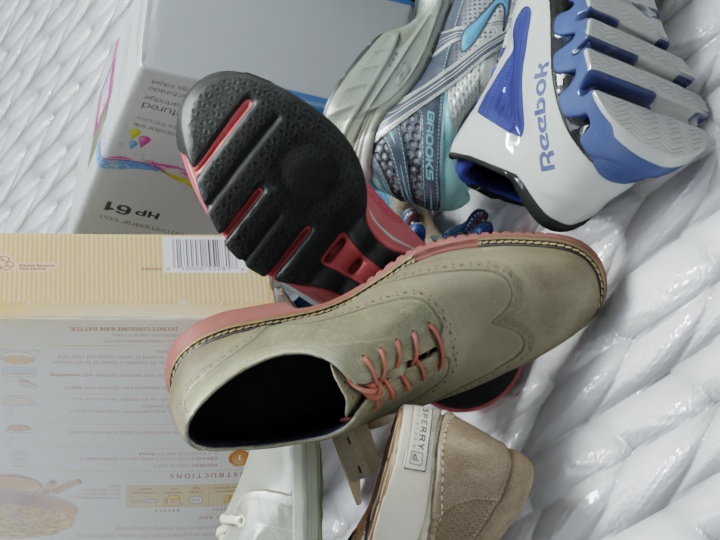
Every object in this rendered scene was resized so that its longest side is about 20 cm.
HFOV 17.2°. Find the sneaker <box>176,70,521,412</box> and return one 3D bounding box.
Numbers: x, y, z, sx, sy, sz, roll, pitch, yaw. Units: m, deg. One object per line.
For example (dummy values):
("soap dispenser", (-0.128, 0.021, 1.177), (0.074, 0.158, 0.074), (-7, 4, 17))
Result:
("sneaker", (-0.015, -0.009, 1.106), (0.074, 0.200, 0.087), (-46, 11, -8))

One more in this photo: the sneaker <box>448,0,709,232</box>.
("sneaker", (0.086, -0.093, 1.078), (0.115, 0.081, 0.199), (-45, 33, 37))

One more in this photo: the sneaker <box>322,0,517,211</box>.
("sneaker", (0.066, -0.110, 1.176), (0.200, 0.086, 0.078), (-56, -18, -16))

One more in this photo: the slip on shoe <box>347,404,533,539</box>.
("slip on shoe", (0.026, 0.133, 1.059), (0.200, 0.061, 0.076), (107, 174, -46))

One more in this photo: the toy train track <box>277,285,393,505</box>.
("toy train track", (-0.004, 0.064, 1.154), (0.200, 0.033, 0.115), (-120, 10, -80))

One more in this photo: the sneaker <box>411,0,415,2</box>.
("sneaker", (0.027, -0.187, 1.249), (0.079, 0.074, 0.200), (-57, -4, 5))

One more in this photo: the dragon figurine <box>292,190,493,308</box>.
("dragon figurine", (0.000, 0.000, 1.233), (0.200, 0.059, 0.099), (-42, 34, 47))

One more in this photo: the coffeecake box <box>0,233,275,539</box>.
("coffeecake box", (-0.127, 0.081, 1.244), (0.073, 0.153, 0.200), (-100, 12, -53))

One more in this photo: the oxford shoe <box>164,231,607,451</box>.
("oxford shoe", (0.014, 0.040, 1.028), (0.200, 0.070, 0.075), (-19, 22, 4))

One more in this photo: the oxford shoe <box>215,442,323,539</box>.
("oxford shoe", (-0.046, 0.134, 1.099), (0.075, 0.058, 0.200), (103, 168, -82))

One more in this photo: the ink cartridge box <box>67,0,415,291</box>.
("ink cartridge box", (-0.069, -0.077, 1.298), (0.200, 0.144, 0.085), (123, 155, -58))
